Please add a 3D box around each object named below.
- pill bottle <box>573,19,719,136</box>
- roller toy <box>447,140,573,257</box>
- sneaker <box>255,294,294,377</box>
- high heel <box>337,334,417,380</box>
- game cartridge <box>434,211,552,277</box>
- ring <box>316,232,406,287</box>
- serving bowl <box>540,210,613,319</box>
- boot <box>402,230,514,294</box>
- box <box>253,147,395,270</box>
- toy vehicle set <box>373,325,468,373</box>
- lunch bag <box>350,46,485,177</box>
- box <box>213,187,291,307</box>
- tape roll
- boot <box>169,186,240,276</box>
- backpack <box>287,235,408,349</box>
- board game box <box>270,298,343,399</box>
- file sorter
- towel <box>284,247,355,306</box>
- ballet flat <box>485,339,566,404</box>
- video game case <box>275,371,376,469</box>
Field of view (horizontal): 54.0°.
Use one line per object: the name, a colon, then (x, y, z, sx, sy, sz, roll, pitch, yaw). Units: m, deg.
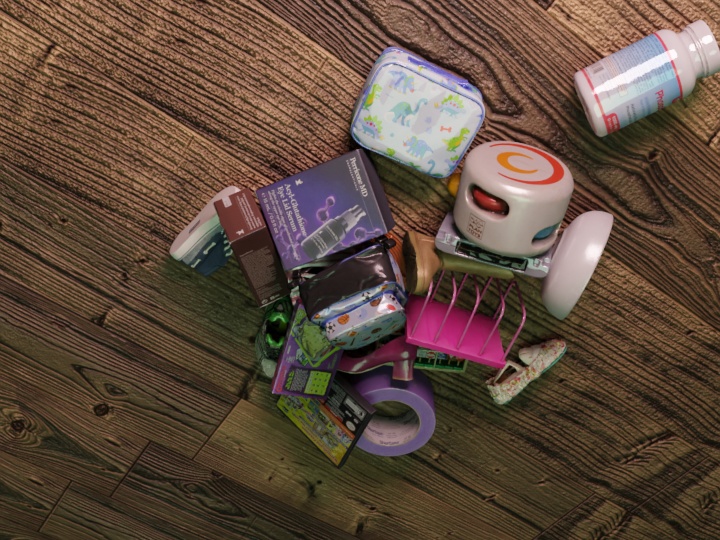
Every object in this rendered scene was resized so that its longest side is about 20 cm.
pill bottle: (0.440, -0.298, 1.089, 0.197, 0.110, 0.109, -24, 120, 18)
roller toy: (0.247, -0.115, 1.173, 0.196, 0.184, 0.142, 7, 126, -3)
sneaker: (-0.177, 0.140, 1.420, 0.076, 0.086, 0.203, 7, 125, -3)
high heel: (0.020, 0.160, 1.427, 0.196, 0.067, 0.098, 5, 95, 16)
game cartridge: (0.236, -0.050, 1.238, 0.196, 0.133, 0.042, 16, 113, 11)
ring: (0.000, 0.000, 1.360, 0.196, 0.019, 0.204, 1, 123, 1)
serving bowl: (0.367, -0.019, 1.239, 0.065, 0.200, 0.202, 26, 123, 8)
boot: (0.179, -0.011, 1.246, 0.196, 0.176, 0.067, 8, 125, -7)
box: (-0.057, -0.107, 1.208, 0.197, 0.104, 0.150, -20, 97, 14)
toy vehicle set: (0.129, 0.146, 1.449, 0.196, 0.027, 0.126, 6, 124, -2)
lunch bag: (0.094, -0.256, 1.145, 0.197, 0.083, 0.162, 21, 123, -12)
box: (-0.188, -0.037, 1.248, 0.074, 0.101, 0.201, -24, 146, -6)
tape roll: (0.062, 0.299, 1.520, 0.196, 0.086, 0.203, 1, 125, 2)
boot: (-0.259, -0.070, 1.299, 0.090, 0.074, 0.199, 35, 126, -29)
backpack: (0.001, 0.048, 1.236, 0.197, 0.190, 0.157, -20, 79, 12)
board game box: (-0.095, 0.158, 1.384, 0.118, 0.032, 0.203, 9, 113, -25)
file sorter: (0.194, 0.069, 1.328, 0.196, 0.140, 0.127, 16, 122, -9)
towel: (-0.081, -0.028, 1.318, 0.143, 0.030, 0.203, -7, 119, 10)
ballet flat: (0.335, 0.202, 1.455, 0.064, 0.076, 0.200, 40, 114, -5)
video game case: (-0.077, 0.289, 1.488, 0.199, 0.025, 0.182, 40, 124, 19)
